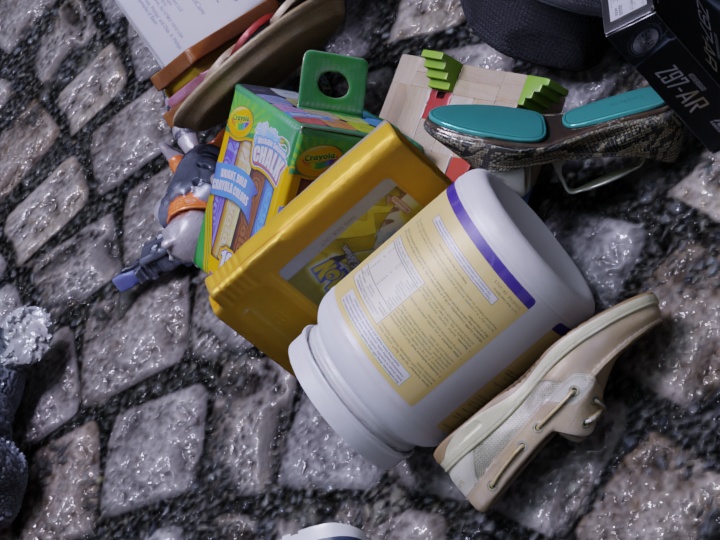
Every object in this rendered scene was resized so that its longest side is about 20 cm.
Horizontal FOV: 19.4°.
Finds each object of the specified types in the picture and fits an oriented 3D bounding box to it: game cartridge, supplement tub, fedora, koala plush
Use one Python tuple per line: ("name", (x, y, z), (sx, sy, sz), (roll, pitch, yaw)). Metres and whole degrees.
("game cartridge", (0.000, 0.000, 1.632), (0.200, 0.176, 0.033), (-42, 41, 10))
("supplement tub", (0.059, 0.039, 1.572), (0.200, 0.145, 0.146), (-40, 42, 13))
("fedora", (0.148, -0.225, 1.713), (0.201, 0.199, 0.092), (-121, 40, -48))
("koala plush", (-0.362, 0.124, 1.909), (0.177, 0.184, 0.201), (-37, 20, 32))

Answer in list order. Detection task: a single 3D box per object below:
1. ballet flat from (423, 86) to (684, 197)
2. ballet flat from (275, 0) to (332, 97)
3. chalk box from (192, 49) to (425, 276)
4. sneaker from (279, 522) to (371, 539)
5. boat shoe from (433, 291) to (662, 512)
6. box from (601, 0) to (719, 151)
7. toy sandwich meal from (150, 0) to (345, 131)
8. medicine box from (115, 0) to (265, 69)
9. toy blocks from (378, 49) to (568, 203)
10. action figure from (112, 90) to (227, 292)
("ballet flat", (0.149, -0.092, 1.606), (0.198, 0.076, 0.068), (-5, 27, 5))
("ballet flat", (-0.076, -0.205, 1.936), (0.074, 0.074, 0.201), (-40, 41, 12))
("chalk box", (-0.038, -0.074, 1.699), (0.124, 0.124, 0.202), (37, 116, 54))
("sneaker", (-0.076, 0.259, 1.594), (0.199, 0.076, 0.081), (-26, 55, 28))
("boat shoe", (0.146, 0.094, 1.523), (0.200, 0.072, 0.065), (-40, 78, 5))
("box", (0.234, -0.214, 1.591), (0.043, 0.160, 0.201), (-24, 46, 28))
("toy sandwich meal", (-0.098, -0.193, 1.786), (0.205, 0.070, 0.205), (-38, -3, -2))
("medicine box", (-0.116, -0.293, 1.941), (0.199, 0.103, 0.182), (-33, 10, 12))
("toy blocks", (0.076, -0.095, 1.712), (0.199, 0.100, 0.138), (16, 83, 48))
("action figure", (-0.163, -0.070, 1.892), (0.199, 0.105, 0.194), (-30, 35, 20))
